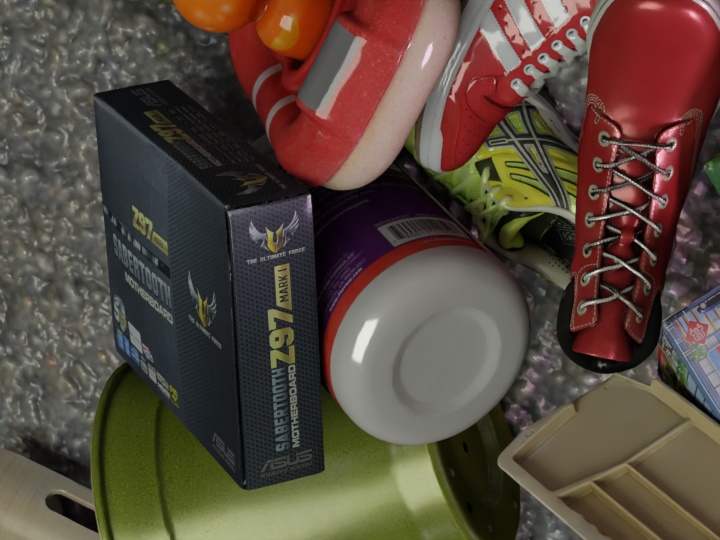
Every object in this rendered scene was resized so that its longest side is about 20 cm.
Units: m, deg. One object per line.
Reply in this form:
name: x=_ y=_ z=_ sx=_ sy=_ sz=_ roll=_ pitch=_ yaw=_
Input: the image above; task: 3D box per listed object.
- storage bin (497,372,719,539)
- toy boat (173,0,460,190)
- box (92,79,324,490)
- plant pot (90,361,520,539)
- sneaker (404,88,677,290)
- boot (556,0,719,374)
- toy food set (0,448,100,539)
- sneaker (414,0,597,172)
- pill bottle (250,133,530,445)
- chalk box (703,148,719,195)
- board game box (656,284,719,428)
storage bin: x=0.170 y=0.178 z=1.279 sx=0.198 sy=0.094 sz=0.200 roll=39 pitch=156 yaw=51
toy boat: x=-0.037 y=-0.133 z=1.352 sx=0.130 sy=0.200 sz=0.131 roll=23 pitch=105 yaw=-18
box: x=-0.082 y=0.003 z=1.395 sx=0.200 sy=0.051 sz=0.158 roll=-140 pitch=44 yaw=-56
plant pot: x=-0.019 y=0.121 z=1.499 sx=0.192 sy=0.200 sz=0.201 roll=-17 pitch=106 yaw=21
sneaker: x=0.077 y=-0.056 z=1.411 sx=0.200 sy=0.076 sz=0.076 roll=35 pitch=127 yaw=10
boot: x=0.133 y=-0.040 z=1.272 sx=0.072 sy=0.145 sz=0.200 roll=10 pitch=146 yaw=7
toy food set: x=-0.188 y=0.219 z=1.713 sx=0.143 sy=0.060 sz=0.201 roll=24 pitch=132 yaw=14
sneaker: x=0.110 y=-0.123 z=1.341 sx=0.112 sy=0.071 sz=0.201 roll=28 pitch=106 yaw=11
pill bottle: x=0.000 y=0.000 z=1.414 sx=0.200 sy=0.112 sz=0.113 roll=47 pitch=140 yaw=51
chalk box: x=0.283 y=-0.012 z=1.294 sx=0.125 sy=0.124 sz=0.200 roll=-26 pitch=100 yaw=36
board game box: x=0.226 y=0.116 z=1.320 sx=0.062 sy=0.200 sz=0.200 roll=-31 pitch=73 yaw=-4
